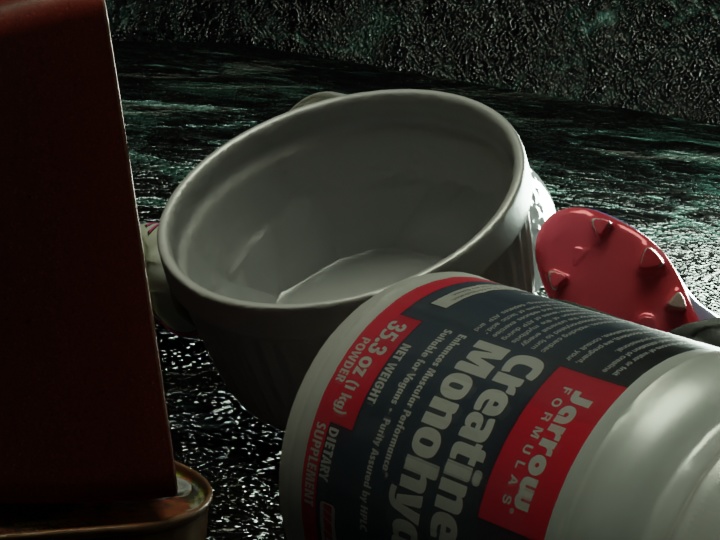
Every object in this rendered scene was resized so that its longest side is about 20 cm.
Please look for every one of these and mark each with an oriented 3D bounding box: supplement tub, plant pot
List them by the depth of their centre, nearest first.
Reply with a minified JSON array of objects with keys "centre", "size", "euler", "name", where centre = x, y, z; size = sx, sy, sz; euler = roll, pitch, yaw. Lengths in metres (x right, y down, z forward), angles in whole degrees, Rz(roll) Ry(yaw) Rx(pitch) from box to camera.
[{"centre":[0.079,0.086,0.669],"size":[0.139,0.142,0.199],"euler":[-4,14,-42],"name":"supplement tub"},{"centre":[-0.187,-0.016,0.766],"size":[0.174,0.202,0.200],"euler":[-11,17,-12],"name":"plant pot"}]

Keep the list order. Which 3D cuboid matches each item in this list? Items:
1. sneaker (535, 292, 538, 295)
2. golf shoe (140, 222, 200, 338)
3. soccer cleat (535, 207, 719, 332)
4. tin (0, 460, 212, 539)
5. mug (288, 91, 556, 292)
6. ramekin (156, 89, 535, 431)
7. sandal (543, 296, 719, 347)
[{"centre":[0.009,0.040,1.096],"size":[0.198,0.076,0.089],"euler":[3,33,12],"name":"sneaker"},{"centre":[-0.125,0.005,1.192],"size":[0.091,0.073,0.200],"euler":[-1,1,-1],"name":"golf shoe"},{"centre":[0.172,0.043,1.000],"size":[0.200,0.067,0.076],"euler":[39,0,11],"name":"soccer cleat"},{"centre":[-0.155,0.102,0.743],"size":[0.198,0.042,0.112],"euler":[0,16,-27],"name":"tin"},{"centre":[0.023,-0.023,1.268],"size":[0.174,0.149,0.199],"euler":[8,-23,-34],"name":"mug"},{"centre":[0.000,0.000,1.003],"size":[0.198,0.106,0.201],"euler":[-11,34,7],"name":"ramekin"},{"centre":[0.177,0.044,0.919],"size":[0.199,0.048,0.075],"euler":[20,-20,7],"name":"sandal"}]
